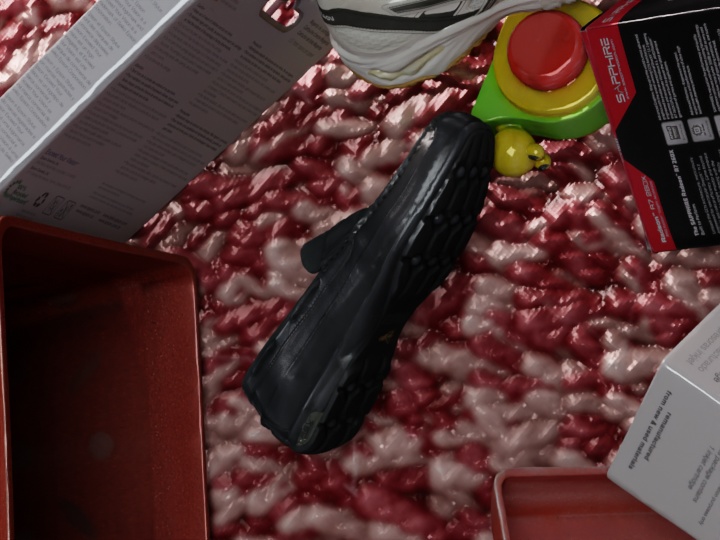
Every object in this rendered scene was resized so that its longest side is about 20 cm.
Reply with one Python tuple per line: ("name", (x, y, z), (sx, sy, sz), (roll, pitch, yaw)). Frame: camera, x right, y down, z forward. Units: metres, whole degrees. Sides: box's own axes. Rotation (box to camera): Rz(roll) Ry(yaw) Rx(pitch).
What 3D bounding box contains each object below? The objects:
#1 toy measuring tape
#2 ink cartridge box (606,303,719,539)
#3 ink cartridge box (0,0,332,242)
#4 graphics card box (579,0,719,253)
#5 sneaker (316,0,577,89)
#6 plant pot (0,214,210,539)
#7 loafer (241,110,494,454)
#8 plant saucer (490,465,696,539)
("toy measuring tape", (0.118, -0.137, 1.467), (0.073, 0.074, 0.201), (20, 79, 16))
("ink cartridge box", (0.242, 0.094, 1.355), (0.200, 0.146, 0.084), (34, 131, 15))
("ink cartridge box", (-0.104, -0.093, 1.448), (0.200, 0.196, 0.043), (-44, 75, 5))
("graphics card box", (0.216, -0.082, 1.380), (0.199, 0.051, 0.126), (-7, 109, 38))
("sneaker", (0.067, -0.170, 1.419), (0.200, 0.088, 0.076), (-35, 50, 1))
("plant pot", (-0.202, 0.092, 1.460), (0.175, 0.200, 0.201), (-7, 81, 24))
("loafer", (0.000, 0.000, 1.462), (0.070, 0.068, 0.201), (39, 110, 25))
("plant saucer", (0.146, 0.194, 1.367), (0.037, 0.199, 0.201), (-27, 68, 48))
